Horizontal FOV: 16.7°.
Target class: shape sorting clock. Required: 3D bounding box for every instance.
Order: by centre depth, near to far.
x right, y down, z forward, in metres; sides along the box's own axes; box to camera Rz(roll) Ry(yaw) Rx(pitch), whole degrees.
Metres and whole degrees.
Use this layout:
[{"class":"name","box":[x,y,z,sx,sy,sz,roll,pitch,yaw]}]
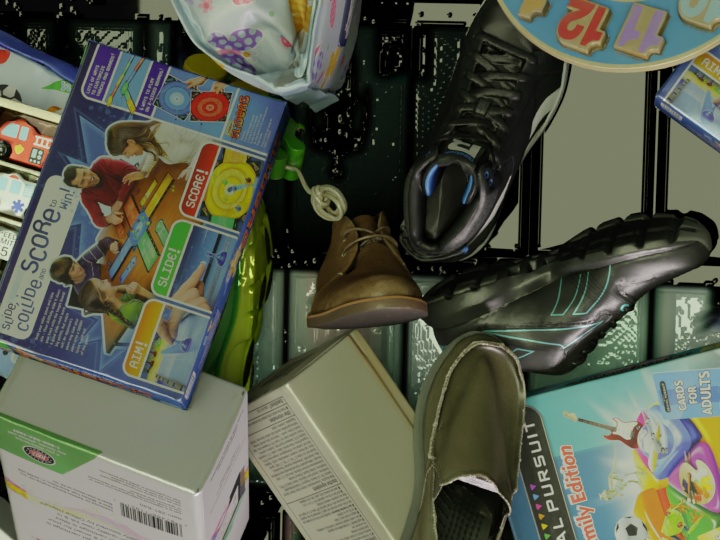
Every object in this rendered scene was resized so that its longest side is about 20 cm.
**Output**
[{"class":"shape sorting clock","box":[0.175,-0.219,1.558,0.199,0.039,0.201,-5,72,16]}]

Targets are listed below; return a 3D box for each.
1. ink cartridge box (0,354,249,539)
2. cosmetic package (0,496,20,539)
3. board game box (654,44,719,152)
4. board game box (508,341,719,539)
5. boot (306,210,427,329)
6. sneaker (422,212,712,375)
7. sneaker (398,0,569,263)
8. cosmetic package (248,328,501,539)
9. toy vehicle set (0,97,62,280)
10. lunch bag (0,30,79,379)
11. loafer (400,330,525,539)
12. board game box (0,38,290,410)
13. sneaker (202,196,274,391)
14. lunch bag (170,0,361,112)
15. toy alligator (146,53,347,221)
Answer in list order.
[{"class":"ink cartridge box","box":[-0.152,0.130,1.603,0.144,0.200,0.084,20,61,9]},{"class":"cosmetic package","box":[-0.230,0.279,1.709,0.200,0.052,0.151,39,103,6]},{"class":"board game box","box":[0.306,-0.103,1.555,0.200,0.034,0.136,37,88,8]},{"class":"board game box","box":[0.192,0.136,1.596,0.199,0.047,0.152,-16,91,23]},{"class":"boot","box":[0.000,0.000,1.566,0.073,0.200,0.076,0,92,-7]},{"class":"sneaker","box":[0.141,0.020,1.611,0.199,0.075,0.080,-18,102,20]},{"class":"sneaker","box":[0.082,-0.096,1.584,0.073,0.112,0.201,19,98,8]},{"class":"cosmetic package","box":[0.008,0.147,1.606,0.073,0.103,0.200,-38,96,-31]},{"class":"toy vehicle set","box":[-0.220,-0.043,1.572,0.199,0.027,0.125,16,89,6]},{"class":"lunch bag","box":[-0.244,-0.055,1.647,0.169,0.124,0.201,25,108,7]},{"class":"loafer","box":[0.073,0.132,1.543,0.075,0.070,0.201,18,69,-23]},{"class":"board game box","box":[-0.139,-0.029,1.523,0.135,0.034,0.201,18,79,7]},{"class":"sneaker","box":[-0.107,0.029,1.651,0.083,0.074,0.201,12,97,6]},{"class":"lunch bag","box":[-0.063,-0.203,1.575,0.127,0.170,0.201,-23,87,9]},{"class":"toy alligator","box":[-0.066,-0.093,1.625,0.200,0.054,0.060,35,131,29]}]
